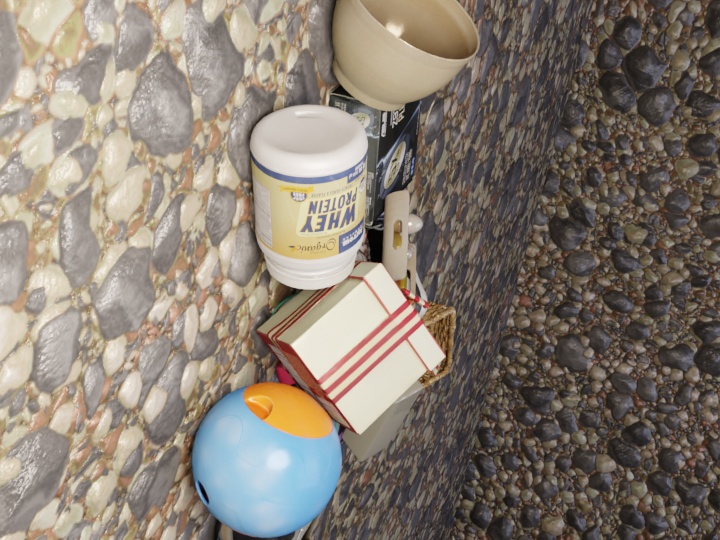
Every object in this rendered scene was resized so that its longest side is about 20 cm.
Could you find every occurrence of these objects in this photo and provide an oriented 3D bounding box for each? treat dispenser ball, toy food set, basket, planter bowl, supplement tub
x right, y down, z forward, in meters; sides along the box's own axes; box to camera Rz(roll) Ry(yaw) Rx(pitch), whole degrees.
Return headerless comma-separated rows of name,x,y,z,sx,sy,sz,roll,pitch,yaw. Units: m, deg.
treat dispenser ball,-0.124,0.251,1.120,0.201,0.199,0.202,-54,154,-41
toy food set,0.071,-0.016,1.316,0.200,0.060,0.145,70,21,-65
basket,0.094,0.160,1.629,0.201,0.148,0.143,92,21,-43
planter bowl,0.041,-0.305,1.135,0.135,0.200,0.200,-51,178,41
supplement tub,-0.064,-0.091,1.063,0.145,0.143,0.201,-52,153,-44

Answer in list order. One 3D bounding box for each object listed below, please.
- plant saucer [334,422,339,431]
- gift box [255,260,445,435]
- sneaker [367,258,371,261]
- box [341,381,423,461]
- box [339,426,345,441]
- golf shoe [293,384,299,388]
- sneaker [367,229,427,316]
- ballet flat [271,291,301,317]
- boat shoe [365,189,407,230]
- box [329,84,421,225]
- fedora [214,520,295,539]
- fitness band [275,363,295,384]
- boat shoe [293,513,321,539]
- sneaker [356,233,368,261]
plant saucer,-0.083,0.298,1.491,0.201,0.038,0.202,-44,146,-40
gift box,-0.004,0.100,1.158,0.187,0.184,0.201,-42,113,-16
sneaker,0.002,0.052,1.481,0.200,0.076,0.076,-54,153,-45
box,0.039,0.267,1.578,0.082,0.068,0.201,-21,148,-41
box,-0.022,0.228,1.639,0.143,0.036,0.201,-48,148,-50
golf shoe,-0.095,0.223,1.375,0.199,0.097,0.079,-35,105,-25
sneaker,0.038,-0.009,1.447,0.111,0.201,0.073,7,139,-44
ballet flat,-0.065,0.066,1.314,0.200,0.071,0.070,-14,128,-67
boat shoe,0.030,-0.101,1.441,0.200,0.071,0.068,-41,144,-68
box,0.022,-0.202,1.291,0.164,0.086,0.201,-48,150,-48
fedora,-0.150,0.393,1.342,0.201,0.091,0.202,-54,154,-41
fitness band,-0.050,0.136,1.326,0.200,0.143,0.038,-23,100,-64
boat shoe,-0.108,0.497,1.599,0.074,0.064,0.204,5,102,-70
sneaker,0.001,0.000,1.348,0.202,0.067,0.109,49,44,-38
